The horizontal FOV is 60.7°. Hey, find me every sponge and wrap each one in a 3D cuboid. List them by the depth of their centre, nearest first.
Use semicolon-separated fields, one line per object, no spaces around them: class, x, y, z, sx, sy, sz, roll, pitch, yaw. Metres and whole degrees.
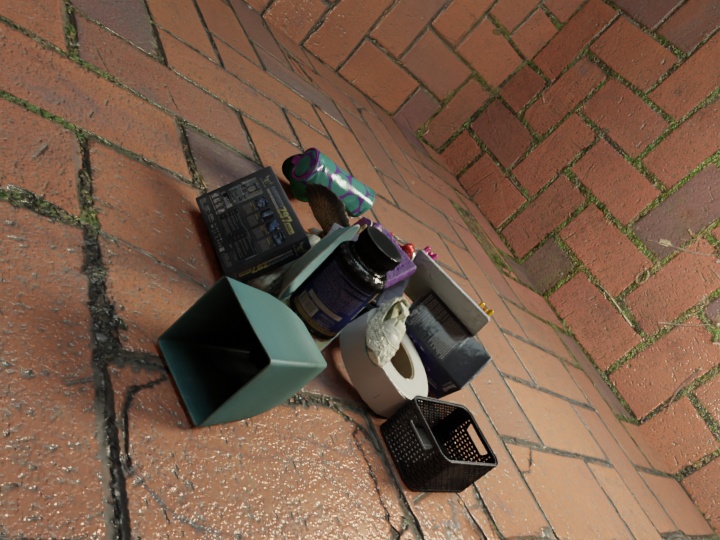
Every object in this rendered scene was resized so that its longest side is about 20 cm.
sponge;0.000;0.000;1.228;0.112;0.199;0.030;55;-20;25

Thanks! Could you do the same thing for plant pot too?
plant pot;-0.148;0.122;0.873;0.142;0.141;0.200;56;15;25

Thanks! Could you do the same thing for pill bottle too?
pill bottle;-0.025;0.020;1.086;0.112;0.200;0.112;39;21;-18

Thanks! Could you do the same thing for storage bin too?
storage bin;0.146;0.321;1.128;0.199;0.094;0.136;22;32;-46

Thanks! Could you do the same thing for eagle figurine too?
eagle figurine;-0.082;-0.076;1.365;0.200;0.150;0.153;41;49;-51

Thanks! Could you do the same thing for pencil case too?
pencil case;-0.060;-0.196;1.394;0.199;0.085;0.092;31;7;-41

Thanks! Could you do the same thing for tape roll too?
tape roll;0.046;0.177;1.182;0.203;0.071;0.203;48;23;-28

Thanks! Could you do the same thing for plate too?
plate;-0.081;-0.020;1.103;0.026;0.200;0.200;46;20;2

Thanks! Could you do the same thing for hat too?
hat;-0.137;-0.175;1.525;0.200;0.164;0.177;61;35;-57

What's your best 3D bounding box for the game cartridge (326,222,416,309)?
game cartridge;0.003;-0.002;1.272;0.199;0.038;0.130;27;60;3

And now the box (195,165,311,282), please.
box;-0.196;-0.085;1.118;0.201;0.157;0.051;59;-9;33

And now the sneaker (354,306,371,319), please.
sneaker;0.000;0.073;1.355;0.200;0.074;0.084;9;65;-62

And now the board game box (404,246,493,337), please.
board game box;0.178;0.061;1.315;0.200;0.026;0.200;47;-23;12

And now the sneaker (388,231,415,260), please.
sneaker;0.051;-0.050;1.431;0.199;0.086;0.077;14;16;40

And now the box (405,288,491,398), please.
box;0.161;0.163;1.333;0.200;0.104;0.148;49;-23;7

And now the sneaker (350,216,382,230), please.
sneaker;0.012;-0.063;1.547;0.072;0.114;0.201;31;26;-37

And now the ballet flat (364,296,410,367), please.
ballet flat;0.054;0.099;1.121;0.072;0.072;0.200;43;24;-9

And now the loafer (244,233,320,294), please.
loafer;-0.147;-0.021;1.158;0.070;0.070;0.200;33;40;14

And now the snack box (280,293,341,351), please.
snack box;-0.103;0.099;1.128;0.116;0.037;0.200;47;20;3
